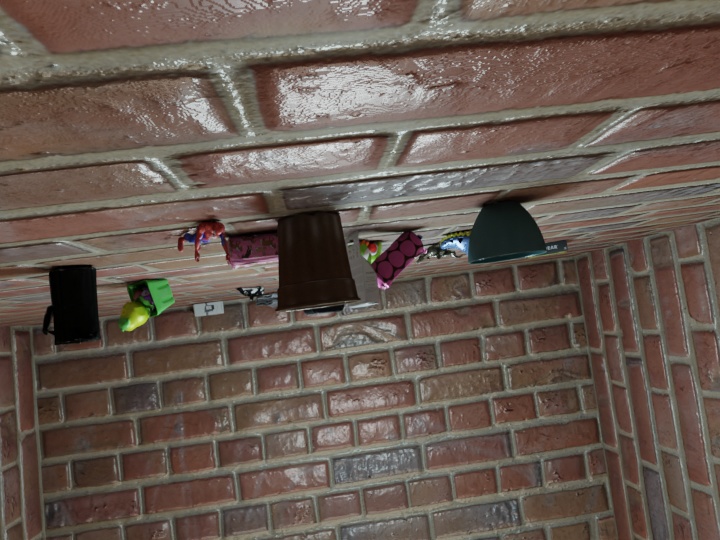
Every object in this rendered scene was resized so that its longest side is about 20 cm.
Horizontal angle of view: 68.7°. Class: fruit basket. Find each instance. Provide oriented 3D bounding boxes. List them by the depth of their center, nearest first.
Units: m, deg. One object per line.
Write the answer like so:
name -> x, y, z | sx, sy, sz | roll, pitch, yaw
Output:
fruit basket -> -0.817, 0.125, 1.950 | 0.210, 0.160, 0.216 | -18, -174, 2

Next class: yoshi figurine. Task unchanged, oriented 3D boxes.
yoshi figurine -> 0.005, -0.037, 1.709 | 0.110, 0.116, 0.198 | -3, 175, 34

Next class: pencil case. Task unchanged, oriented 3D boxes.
pencil case -> -0.233, -0.052, 1.305 | 0.194, 0.085, 0.087 | -6, 176, -6
pencil case -> 0.105, -0.028, 1.555 | 0.200, 0.094, 0.091 | -43, 170, -21

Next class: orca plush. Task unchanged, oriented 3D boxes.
orca plush -> -0.584, 0.127, 2.828 | 0.102, 0.073, 0.200 | -9, 175, 15

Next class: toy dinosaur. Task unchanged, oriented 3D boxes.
toy dinosaur -> 0.302, -0.075, 2.014 | 0.195, 0.079, 0.102 | -11, -171, -25

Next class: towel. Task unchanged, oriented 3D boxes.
towel -> -0.594, 0.201, 3.556 | 0.197, 0.088, 0.163 | -12, 173, 40

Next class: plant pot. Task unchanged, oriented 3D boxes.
plant pot -> -0.107, -0.018, 1.197 | 0.194, 0.204, 0.200 | -8, 174, -1
plant pot -> 0.365, -0.100, 1.348 | 0.194, 0.139, 0.200 | -8, 175, -1

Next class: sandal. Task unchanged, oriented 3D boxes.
sandal -> 0.362, -0.089, 1.760 | 0.195, 0.090, 0.079 | -8, 177, 23

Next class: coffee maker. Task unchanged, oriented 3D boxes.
coffee maker -> -0.769, 0.094, 1.438 | 0.188, 0.206, 0.133 | -7, 178, 32

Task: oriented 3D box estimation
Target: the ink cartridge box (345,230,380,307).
ink cartridge box -> 0.000, 0.000, 1.514 | 0.055, 0.206, 0.162 | -1, 173, -18

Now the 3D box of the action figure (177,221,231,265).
action figure -> -0.338, -0.047, 1.143 | 0.064, 0.102, 0.198 | -5, 172, -36

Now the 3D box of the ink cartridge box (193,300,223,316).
ink cartridge box -> -1.038, 0.264, 3.603 | 0.194, 0.086, 0.145 | -6, 175, -16

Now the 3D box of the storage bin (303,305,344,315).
storage bin -> -0.144, 0.057, 1.952 | 0.132, 0.206, 0.093 | -4, 174, -27

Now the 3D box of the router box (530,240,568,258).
router box -> 0.923, -0.103, 2.623 | 0.195, 0.054, 0.157 | -9, 174, 17
